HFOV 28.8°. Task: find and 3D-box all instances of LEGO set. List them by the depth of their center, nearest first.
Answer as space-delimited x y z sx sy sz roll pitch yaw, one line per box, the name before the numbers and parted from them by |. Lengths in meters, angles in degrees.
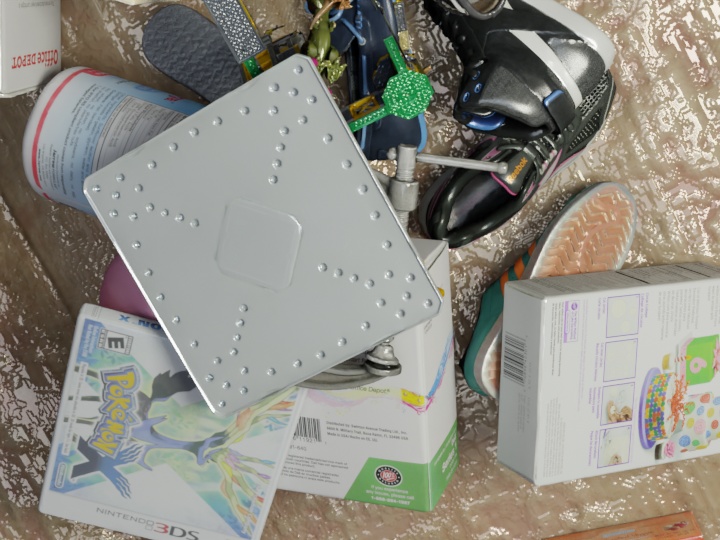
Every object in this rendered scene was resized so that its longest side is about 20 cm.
LEGO set | -0.042 -0.183 1.013 0.153 0.116 0.200 -33 121 8

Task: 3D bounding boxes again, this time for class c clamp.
c clamp | 0.000 0.000 1.002 0.169 0.027 0.202 15 108 9

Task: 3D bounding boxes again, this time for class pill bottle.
pill bottle | -0.151 -0.080 1.079 0.199 0.109 0.110 19 104 19

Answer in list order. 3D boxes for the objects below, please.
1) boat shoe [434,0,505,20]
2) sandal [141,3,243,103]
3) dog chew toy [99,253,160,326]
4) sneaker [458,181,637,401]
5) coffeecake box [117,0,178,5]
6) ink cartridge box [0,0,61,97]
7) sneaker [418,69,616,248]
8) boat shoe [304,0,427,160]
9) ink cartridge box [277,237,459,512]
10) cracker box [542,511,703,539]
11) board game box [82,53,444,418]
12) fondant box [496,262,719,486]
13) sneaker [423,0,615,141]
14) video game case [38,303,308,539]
boat shoe | 0.051 -0.258 0.946 0.073 0.060 0.201 -29 127 -11
sandal | -0.087 -0.140 1.128 0.200 0.043 0.076 44 95 5
dog chew toy | -0.169 0.068 1.138 0.124 0.125 0.201 28 111 -2
sneaker | 0.142 0.011 1.125 0.071 0.080 0.201 39 81 -20
coffeecake box | -0.158 -0.305 1.035 0.072 0.154 0.202 17 103 2
ink cartridge box | -0.285 -0.239 1.064 0.083 0.146 0.202 4 102 5
sneaker | 0.126 -0.086 1.094 0.080 0.086 0.200 37 102 -6
boat shoe | -0.001 -0.181 1.084 0.068 0.084 0.202 -15 98 -4
ink cartridge box | -0.003 0.075 1.106 0.144 0.084 0.202 5 114 21
cracker box | 0.237 0.316 1.185 0.133 0.058 0.202 -12 100 7
board game box | -0.068 -0.021 0.987 0.199 0.026 0.201 -26 98 22
fondant box | 0.204 0.076 1.089 0.198 0.058 0.146 -5 104 -26
sneaker | 0.080 -0.172 1.052 0.199 0.073 0.112 32 78 15
video game case | -0.148 0.132 1.098 0.181 0.022 0.201 15 120 -6
